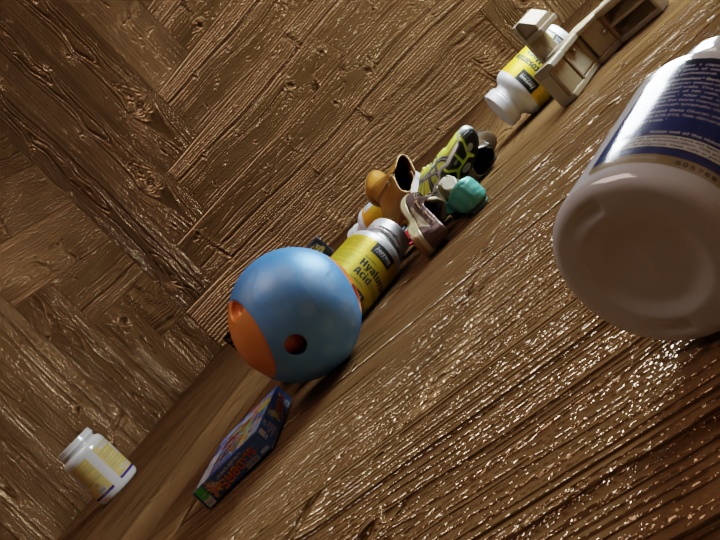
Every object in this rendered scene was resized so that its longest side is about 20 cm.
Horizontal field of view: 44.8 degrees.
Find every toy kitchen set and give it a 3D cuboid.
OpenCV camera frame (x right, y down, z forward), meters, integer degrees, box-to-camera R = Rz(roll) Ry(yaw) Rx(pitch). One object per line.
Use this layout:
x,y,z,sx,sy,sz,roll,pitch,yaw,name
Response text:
0.393,-0.436,1.538,0.200,0.163,0.180,-50,7,-38,toy kitchen set

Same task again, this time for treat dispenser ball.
-0.097,0.066,1.301,0.201,0.201,0.201,-44,6,6,treat dispenser ball

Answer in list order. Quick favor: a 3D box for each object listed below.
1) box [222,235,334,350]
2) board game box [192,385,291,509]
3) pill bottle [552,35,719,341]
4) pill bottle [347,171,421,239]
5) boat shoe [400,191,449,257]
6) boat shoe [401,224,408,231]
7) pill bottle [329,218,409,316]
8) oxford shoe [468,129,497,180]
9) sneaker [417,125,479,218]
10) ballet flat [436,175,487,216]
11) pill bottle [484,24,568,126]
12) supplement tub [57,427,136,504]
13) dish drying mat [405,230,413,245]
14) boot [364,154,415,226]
-0.150,0.047,1.577,0.199,0.050,0.200,-52,7,-25,box
-0.173,0.259,1.309,0.135,0.034,0.200,-45,6,11,board game box
0.201,-0.061,0.522,0.200,0.111,0.111,-50,7,-38,pill bottle
0.065,-0.113,1.858,0.200,0.111,0.111,-42,7,31,pill bottle
0.118,-0.094,1.491,0.072,0.072,0.200,-40,18,16,boat shoe
0.030,-0.026,1.774,0.200,0.057,0.069,-46,6,-9,boat shoe
0.000,0.000,1.530,0.200,0.111,0.111,-50,7,-33,pill bottle
0.236,-0.221,1.703,0.084,0.073,0.200,-19,23,38,oxford shoe
0.145,-0.177,1.577,0.075,0.076,0.201,-7,-47,-44,sneaker
0.167,-0.135,1.496,0.067,0.070,0.200,-45,5,-1,ballet flat
0.355,-0.398,1.802,0.200,0.112,0.112,-45,6,3,pill bottle
-0.787,0.581,2.607,0.145,0.200,0.145,-44,5,5,supplement tub
0.046,-0.040,1.693,0.199,0.018,0.077,-28,17,21,dish drying mat
0.063,-0.172,1.693,0.202,0.070,0.144,-100,22,-44,boot
